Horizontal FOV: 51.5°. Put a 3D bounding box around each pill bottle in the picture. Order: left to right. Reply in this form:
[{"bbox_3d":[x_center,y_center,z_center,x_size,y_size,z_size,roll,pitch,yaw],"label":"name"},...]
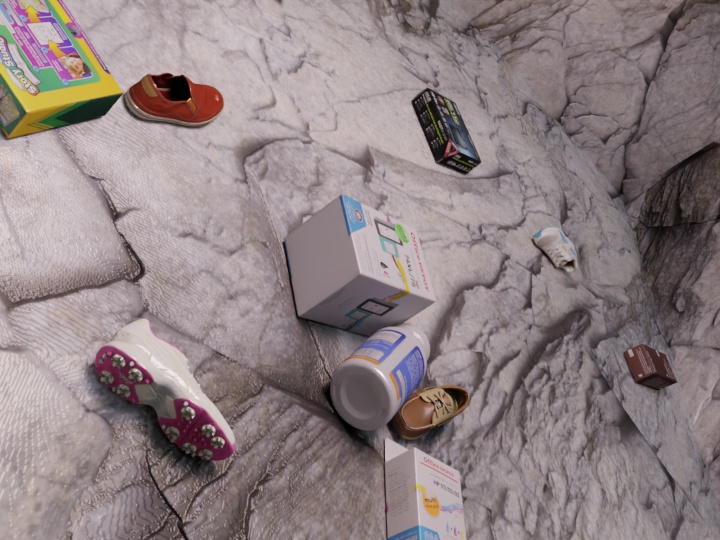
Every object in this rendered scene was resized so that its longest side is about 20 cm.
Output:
[{"bbox_3d":[0.041,0.158,1.187,0.114,0.111,0.199,56,30,0],"label":"pill bottle"}]

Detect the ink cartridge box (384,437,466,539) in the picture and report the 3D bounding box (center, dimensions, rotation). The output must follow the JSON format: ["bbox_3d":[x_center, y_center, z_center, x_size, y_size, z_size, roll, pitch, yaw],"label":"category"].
[{"bbox_3d":[0.098,0.353,1.137,0.114,0.067,0.204,34,38,-34],"label":"ink cartridge box"}]

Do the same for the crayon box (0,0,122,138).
[{"bbox_3d":[-0.430,-0.284,0.959,0.202,0.058,0.172,56,32,-2],"label":"crayon box"}]

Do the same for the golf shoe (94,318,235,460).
[{"bbox_3d":[-0.215,0.138,0.880,0.201,0.075,0.092,48,29,-18],"label":"golf shoe"}]

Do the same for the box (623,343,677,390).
[{"bbox_3d":[0.906,0.303,2.335,0.197,0.074,0.102,18,48,-44],"label":"box"}]

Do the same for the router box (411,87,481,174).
[{"bbox_3d":[0.227,-0.366,1.967,0.148,0.061,0.205,10,55,-53],"label":"router box"}]

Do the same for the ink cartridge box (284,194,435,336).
[{"bbox_3d":[0.000,0.000,1.235,0.198,0.145,0.150,19,47,-46],"label":"ink cartridge box"}]

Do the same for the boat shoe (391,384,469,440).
[{"bbox_3d":[0.122,0.230,1.275,0.198,0.073,0.077,-6,67,-57],"label":"boat shoe"}]

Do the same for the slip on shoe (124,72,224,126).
[{"bbox_3d":[-0.276,-0.271,1.166,0.075,0.061,0.199,60,29,8],"label":"slip on shoe"}]

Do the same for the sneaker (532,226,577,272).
[{"bbox_3d":[0.577,-0.062,2.187,0.197,0.076,0.083,26,45,-39],"label":"sneaker"}]
